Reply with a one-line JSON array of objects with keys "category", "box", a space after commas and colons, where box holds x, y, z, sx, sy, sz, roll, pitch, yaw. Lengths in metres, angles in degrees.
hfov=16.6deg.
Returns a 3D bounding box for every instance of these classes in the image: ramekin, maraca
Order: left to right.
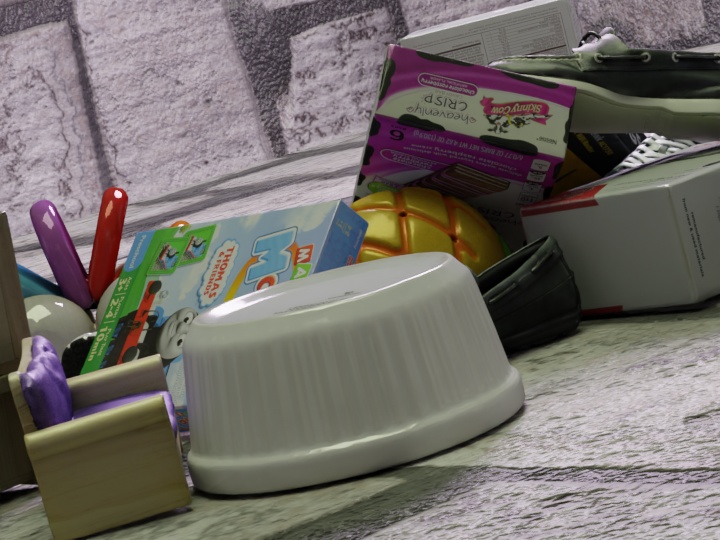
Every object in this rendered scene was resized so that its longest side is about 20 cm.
[{"category": "ramekin", "box": [-0.011, 0.054, 1.426, 0.201, 0.095, 0.202, -14, 6, 2]}, {"category": "maraca", "box": [0.012, 0.010, 1.687, 0.199, 0.107, 0.137, -25, 41, -27]}]

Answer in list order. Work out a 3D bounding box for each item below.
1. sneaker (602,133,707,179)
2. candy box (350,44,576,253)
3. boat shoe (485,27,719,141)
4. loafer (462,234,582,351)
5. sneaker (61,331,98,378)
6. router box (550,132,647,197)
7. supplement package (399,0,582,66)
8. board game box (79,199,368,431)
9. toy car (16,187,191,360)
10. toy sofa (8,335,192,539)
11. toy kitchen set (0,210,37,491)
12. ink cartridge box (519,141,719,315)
[{"category": "sneaker", "box": [0.227, -0.081, 1.844, 0.070, 0.109, 0.200, 25, 16, 27]}, {"category": "candy box", "box": [0.068, -0.076, 1.754, 0.136, 0.061, 0.200, 13, -23, 0]}, {"category": "boat shoe", "box": [0.180, -0.138, 1.732, 0.198, 0.066, 0.075, 5, -20, 2]}, {"category": "loafer", "box": [0.057, 0.029, 1.595, 0.200, 0.071, 0.068, -19, 8, -33]}, {"category": "sneaker", "box": [-0.124, 0.054, 1.765, 0.199, 0.074, 0.080, -8, 7, 41]}, {"category": "router box", "box": [0.145, -0.080, 1.921, 0.149, 0.051, 0.200, -20, -28, 19]}, {"category": "supplement package", "box": [0.134, -0.127, 2.160, 0.150, 0.201, 0.152, -14, 6, 8]}, {"category": "board game box", "box": [-0.097, 0.035, 1.637, 0.199, 0.037, 0.152, -8, 53, 42]}, {"category": "toy car", "box": [-0.217, 0.013, 1.961, 0.199, 0.151, 0.175, -15, 7, -4]}, {"category": "toy sofa", "box": [-0.151, 0.086, 1.448, 0.082, 0.098, 0.200, -15, 6, -4]}, {"category": "toy kitchen set", "box": [-0.279, 0.055, 1.609, 0.199, 0.181, 0.163, -3, 11, 38]}, {"category": "ink cartridge box", "box": [0.233, -0.036, 1.704, 0.199, 0.084, 0.144, -19, 7, -40]}]
